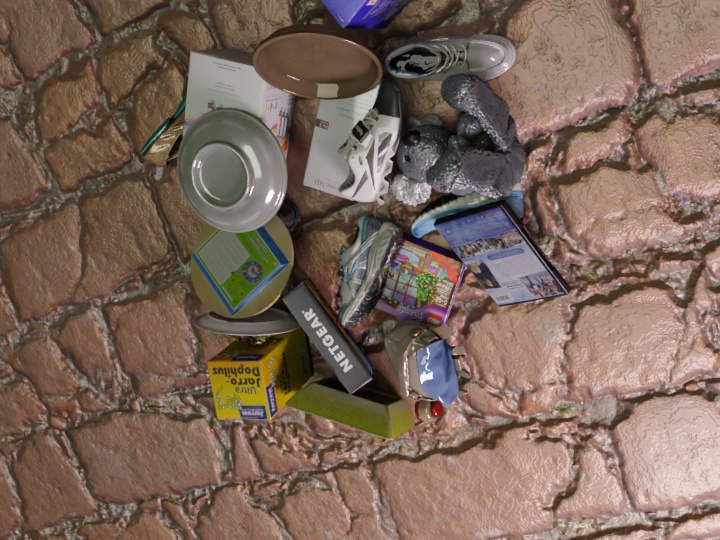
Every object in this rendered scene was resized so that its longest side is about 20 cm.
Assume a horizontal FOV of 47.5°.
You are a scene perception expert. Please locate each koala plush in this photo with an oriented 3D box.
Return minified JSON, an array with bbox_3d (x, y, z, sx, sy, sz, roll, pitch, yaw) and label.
[{"bbox_3d":[0.133,-0.180,1.267,0.198,0.182,0.181,-2,73,45],"label":"koala plush"}]

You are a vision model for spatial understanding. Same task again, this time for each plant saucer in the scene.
[{"bbox_3d":[-0.215,-0.155,1.313,0.197,0.050,0.204,6,108,18],"label":"plant saucer"},{"bbox_3d":[-0.008,0.233,1.438,0.196,0.200,0.049,15,91,15],"label":"plant saucer"},{"bbox_3d":[-0.063,-0.313,1.227,0.197,0.200,0.030,-1,76,20],"label":"plant saucer"}]

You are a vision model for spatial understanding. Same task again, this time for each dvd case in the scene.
[{"bbox_3d":[0.224,-0.022,1.294,0.141,0.018,0.200,-14,126,46],"label":"dvd case"}]

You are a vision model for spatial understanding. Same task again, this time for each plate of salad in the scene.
[{"bbox_3d":[-0.200,0.100,1.455,0.197,0.200,0.049,6,100,18],"label":"plate of salad"}]

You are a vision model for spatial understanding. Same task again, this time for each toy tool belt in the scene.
[{"bbox_3d":[0.127,0.175,1.381,0.121,0.125,0.203,-4,118,36],"label":"toy tool belt"}]

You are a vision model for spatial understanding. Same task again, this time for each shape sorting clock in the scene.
[{"bbox_3d":[-0.206,-0.018,1.420,0.197,0.039,0.204,-4,81,22],"label":"shape sorting clock"}]

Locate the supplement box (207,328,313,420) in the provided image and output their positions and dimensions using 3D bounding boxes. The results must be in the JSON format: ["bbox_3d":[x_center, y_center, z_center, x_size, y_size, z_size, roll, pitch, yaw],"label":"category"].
[{"bbox_3d":[-0.175,0.176,1.469,0.107,0.200,0.112,-4,105,20],"label":"supplement box"}]

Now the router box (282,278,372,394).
[{"bbox_3d":[-0.055,0.111,1.432,0.051,0.149,0.201,-36,91,2],"label":"router box"}]

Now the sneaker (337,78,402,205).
[{"bbox_3d":[0.012,-0.203,1.287,0.087,0.074,0.203,5,111,-16],"label":"sneaker"}]

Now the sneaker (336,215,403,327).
[{"bbox_3d":[0.000,0.000,1.391,0.086,0.077,0.202,31,107,22],"label":"sneaker"}]

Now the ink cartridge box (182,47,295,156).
[{"bbox_3d":[-0.204,-0.259,1.384,0.142,0.145,0.203,16,111,14],"label":"ink cartridge box"}]

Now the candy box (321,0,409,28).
[{"bbox_3d":[0.039,-0.446,1.211,0.077,0.200,0.169,47,114,1],"label":"candy box"}]

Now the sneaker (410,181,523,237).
[{"bbox_3d":[0.174,-0.082,1.336,0.197,0.078,0.091,-15,103,23],"label":"sneaker"}]

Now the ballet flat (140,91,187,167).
[{"bbox_3d":[-0.319,-0.263,1.480,0.065,0.071,0.200,35,120,-23],"label":"ballet flat"}]

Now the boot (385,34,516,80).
[{"bbox_3d":[0.138,-0.323,1.268,0.196,0.096,0.075,-3,105,21],"label":"boot"}]

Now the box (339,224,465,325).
[{"bbox_3d":[0.073,0.009,1.419,0.197,0.039,0.139,22,112,13],"label":"box"}]

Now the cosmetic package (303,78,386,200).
[{"bbox_3d":[-0.023,-0.229,1.367,0.100,0.074,0.203,18,109,15],"label":"cosmetic package"}]

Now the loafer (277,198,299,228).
[{"bbox_3d":[-0.209,-0.117,1.472,0.197,0.063,0.073,15,108,15],"label":"loafer"}]
